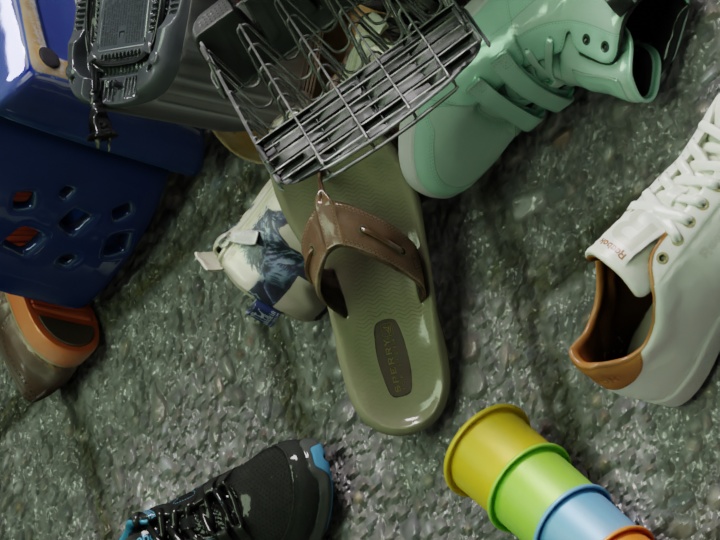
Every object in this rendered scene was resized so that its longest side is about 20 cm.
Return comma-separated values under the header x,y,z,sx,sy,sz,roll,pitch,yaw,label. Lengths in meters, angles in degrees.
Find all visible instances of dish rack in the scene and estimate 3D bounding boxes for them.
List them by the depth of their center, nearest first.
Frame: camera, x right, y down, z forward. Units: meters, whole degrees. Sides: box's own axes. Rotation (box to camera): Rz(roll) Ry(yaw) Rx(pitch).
x,y,z,sx,sy,sz,roll,pitch,yaw,label
-0.008,-0.120,1.627,0.153,0.055,0.200,-36,38,5,dish rack

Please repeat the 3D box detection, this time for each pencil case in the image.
x,y,z,sx,sy,sz,roll,pitch,yaw,label
-0.012,-0.062,1.740,0.200,0.089,0.078,-56,47,23,pencil case

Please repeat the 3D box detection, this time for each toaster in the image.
x,y,z,sx,sy,sz,roll,pitch,yaw,label
-0.097,-0.163,1.789,0.114,0.129,0.201,-5,77,49,toaster

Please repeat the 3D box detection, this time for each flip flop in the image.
x,y,z,sx,sy,sz,roll,pitch,yaw,label
0.000,0.000,1.679,0.081,0.058,0.201,-14,95,12,flip flop

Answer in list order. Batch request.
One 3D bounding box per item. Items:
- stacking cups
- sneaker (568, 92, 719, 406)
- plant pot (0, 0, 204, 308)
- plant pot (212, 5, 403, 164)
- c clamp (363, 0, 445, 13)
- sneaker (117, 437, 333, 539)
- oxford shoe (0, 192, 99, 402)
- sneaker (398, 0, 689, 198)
x,y,z,sx,sy,sz,roll,pitch,yaw,label
0.127,0.143,1.563,0.200,0.060,0.061,37,109,43,stacking cups
0.171,-0.024,1.525,0.073,0.085,0.200,34,106,49,sneaker
-0.220,-0.117,1.908,0.180,0.200,0.200,-40,50,33,plant pot
-0.035,-0.163,1.838,0.200,0.027,0.201,-13,72,48,plant pot
0.063,-0.227,1.714,0.200,0.027,0.171,-52,46,13,c clamp
-0.094,0.166,1.789,0.200,0.082,0.073,-42,51,34,sneaker
-0.245,-0.001,2.012,0.073,0.071,0.200,-52,47,35,oxford shoe
0.101,-0.105,1.623,0.201,0.074,0.118,-57,42,16,sneaker
